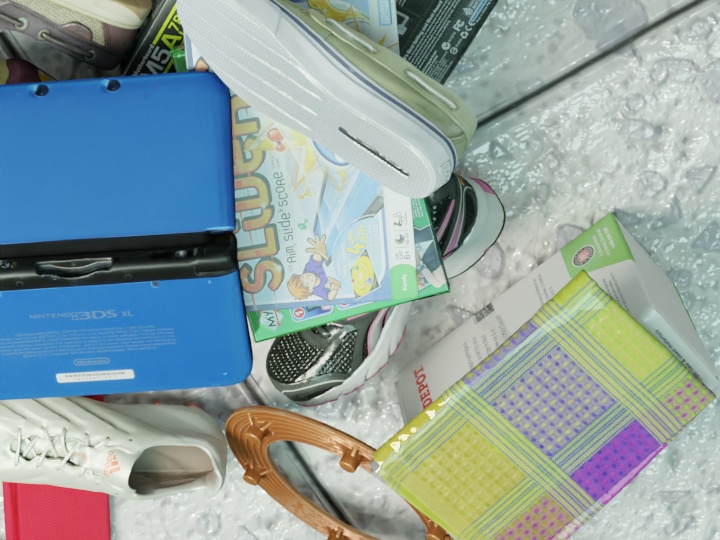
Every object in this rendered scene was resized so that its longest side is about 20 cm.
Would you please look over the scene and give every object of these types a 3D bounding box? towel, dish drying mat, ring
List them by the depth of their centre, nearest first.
[{"bbox_3d":[0.117,0.106,1.530,0.200,0.023,0.144,-43,114,12],"label":"towel"},{"bbox_3d":[-0.012,0.161,1.634,0.200,0.200,0.019,45,63,-24],"label":"ring"},{"bbox_3d":[-0.221,0.144,1.681,0.077,0.018,0.200,-3,117,-6],"label":"dish drying mat"}]

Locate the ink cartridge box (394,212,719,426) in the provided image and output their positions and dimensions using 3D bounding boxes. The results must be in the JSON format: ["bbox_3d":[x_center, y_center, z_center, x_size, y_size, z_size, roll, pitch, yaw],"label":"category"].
[{"bbox_3d":[0.132,0.075,1.613,0.200,0.146,0.084,-38,116,13],"label":"ink cartridge box"}]

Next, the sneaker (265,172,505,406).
[{"bbox_3d":[0.000,0.000,1.586,0.200,0.080,0.086,-49,143,6],"label":"sneaker"}]

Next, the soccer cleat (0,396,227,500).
[{"bbox_3d":[-0.189,0.124,1.621,0.200,0.078,0.069,1,117,-16],"label":"soccer cleat"}]

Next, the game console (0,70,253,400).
[{"bbox_3d":[-0.172,-0.019,1.464,0.200,0.118,0.171,-3,135,3],"label":"game console"}]

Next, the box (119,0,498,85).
[{"bbox_3d":[-0.028,-0.169,1.526,0.193,0.048,0.200,26,112,-16],"label":"box"}]

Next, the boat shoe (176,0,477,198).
[{"bbox_3d":[-0.021,-0.120,1.417,0.200,0.062,0.072,38,142,4],"label":"boat shoe"}]

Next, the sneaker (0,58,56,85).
[{"bbox_3d":[-0.152,-0.087,1.542,0.090,0.075,0.200,-38,124,13],"label":"sneaker"}]

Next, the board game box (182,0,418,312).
[{"bbox_3d":[-0.037,-0.077,1.476,0.135,0.034,0.200,-5,103,1],"label":"board game box"}]

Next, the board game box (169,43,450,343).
[{"bbox_3d":[-0.031,-0.065,1.511,0.134,0.029,0.200,-14,104,4],"label":"board game box"}]

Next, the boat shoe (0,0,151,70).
[{"bbox_3d":[-0.235,-0.177,1.485,0.200,0.072,0.065,15,110,-20],"label":"boat shoe"}]
